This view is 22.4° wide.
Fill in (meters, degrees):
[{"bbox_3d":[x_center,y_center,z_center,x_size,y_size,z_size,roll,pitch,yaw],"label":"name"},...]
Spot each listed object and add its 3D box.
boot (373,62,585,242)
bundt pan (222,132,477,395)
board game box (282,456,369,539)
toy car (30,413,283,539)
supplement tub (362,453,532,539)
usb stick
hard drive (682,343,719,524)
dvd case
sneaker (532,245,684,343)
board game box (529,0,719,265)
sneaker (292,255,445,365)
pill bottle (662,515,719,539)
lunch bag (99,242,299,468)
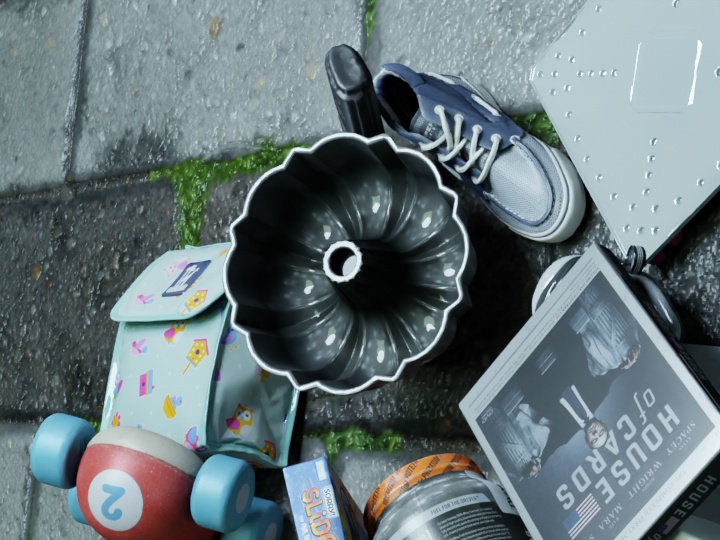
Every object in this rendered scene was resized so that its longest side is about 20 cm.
[{"bbox_3d":[0.083,-0.090,1.378,0.200,0.090,0.073,47,117,46],"label":"boot"},{"bbox_3d":[0.000,0.000,1.381,0.201,0.076,0.202,-5,77,22],"label":"bundt pan"},{"bbox_3d":[-0.005,0.236,1.343,0.034,0.200,0.136,-17,62,5],"label":"board game box"},{"bbox_3d":[-0.192,0.247,1.502,0.184,0.177,0.200,12,65,19],"label":"toy car"},{"bbox_3d":[0.082,0.233,1.277,0.123,0.122,0.200,-54,44,28],"label":"supplement tub"},{"bbox_3d":[0.003,-0.107,1.429,0.033,0.200,0.056,-19,62,-1],"label":"usb stick"},{"bbox_3d":[0.242,0.151,1.174,0.132,0.025,0.200,3,84,52],"label":"hard drive"},{"bbox_3d":[0.147,0.095,1.137,0.150,0.025,0.200,-52,35,18],"label":"dvd case"},{"bbox_3d":[0.161,0.079,1.233,0.114,0.075,0.201,154,124,-66],"label":"sneaker"},{"bbox_3d":[0.221,-0.136,1.270,0.200,0.026,0.200,-49,47,32],"label":"board game box"},{"bbox_3d":[-0.009,0.027,1.464,0.200,0.088,0.082,9,89,47],"label":"sneaker"},{"bbox_3d":[0.186,0.254,1.105,0.112,0.112,0.200,25,99,51],"label":"pill bottle"},{"bbox_3d":[-0.135,0.069,1.592,0.170,0.122,0.200,-7,72,49],"label":"lunch bag"}]
